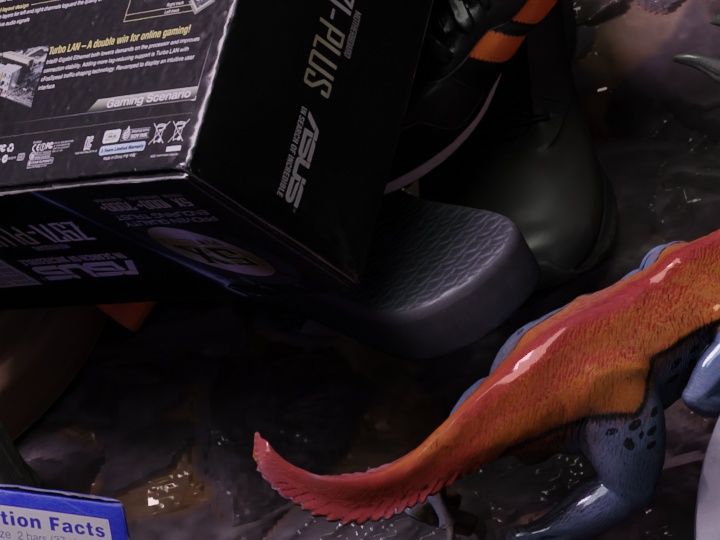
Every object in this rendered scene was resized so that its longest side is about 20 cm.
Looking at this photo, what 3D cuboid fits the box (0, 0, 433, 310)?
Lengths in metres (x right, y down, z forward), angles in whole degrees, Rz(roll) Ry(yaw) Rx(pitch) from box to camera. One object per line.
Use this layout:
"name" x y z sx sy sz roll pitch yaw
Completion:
"box" -0.080 -0.079 0.797 0.200 0.086 0.164 -4 63 40

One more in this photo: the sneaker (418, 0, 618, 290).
"sneaker" 0.046 -0.076 0.883 0.076 0.091 0.200 -14 46 6

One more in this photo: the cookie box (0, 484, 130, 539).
"cookie box" -0.126 0.180 0.629 0.171 0.075 0.200 -34 56 34

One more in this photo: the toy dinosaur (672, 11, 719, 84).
"toy dinosaur" 0.205 -0.035 0.808 0.102 0.077 0.200 -38 50 1

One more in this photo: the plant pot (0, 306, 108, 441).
"plant pot" -0.203 -0.008 0.917 0.200 0.093 0.201 -12 45 12

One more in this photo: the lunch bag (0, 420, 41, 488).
"lunch bag" -0.210 0.094 0.770 0.200 0.164 0.118 -28 43 -5

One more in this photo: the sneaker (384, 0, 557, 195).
"sneaker" 0.043 -0.112 0.808 0.070 0.090 0.200 41 72 13

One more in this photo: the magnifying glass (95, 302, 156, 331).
"magnifying glass" -0.037 -0.064 0.902 0.022 0.080 0.200 35 87 7

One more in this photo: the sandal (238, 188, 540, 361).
"sandal" 0.000 0.000 0.838 0.076 0.043 0.200 -36 24 -10

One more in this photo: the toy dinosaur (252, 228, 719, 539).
"toy dinosaur" 0.098 0.029 0.729 0.105 0.200 0.182 45 106 28

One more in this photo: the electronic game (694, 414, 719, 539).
"electronic game" 0.195 0.079 0.675 0.200 0.042 0.200 -2 66 5
